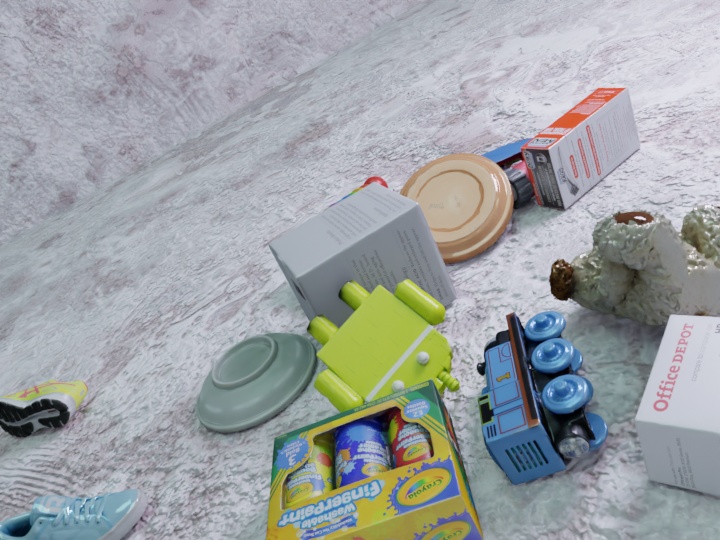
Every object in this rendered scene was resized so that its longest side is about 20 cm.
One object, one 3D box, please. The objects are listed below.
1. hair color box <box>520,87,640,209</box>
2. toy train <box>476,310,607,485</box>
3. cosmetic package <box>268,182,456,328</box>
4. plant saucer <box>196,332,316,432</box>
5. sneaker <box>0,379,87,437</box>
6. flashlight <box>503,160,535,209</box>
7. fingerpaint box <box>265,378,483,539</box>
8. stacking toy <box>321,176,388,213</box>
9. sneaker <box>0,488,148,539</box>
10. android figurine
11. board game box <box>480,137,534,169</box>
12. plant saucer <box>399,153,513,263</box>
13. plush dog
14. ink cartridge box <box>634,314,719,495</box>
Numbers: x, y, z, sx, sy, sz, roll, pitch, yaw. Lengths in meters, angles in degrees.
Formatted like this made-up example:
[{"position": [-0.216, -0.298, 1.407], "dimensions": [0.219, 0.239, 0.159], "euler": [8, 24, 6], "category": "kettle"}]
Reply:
[{"position": [0.361, -0.201, 1.036], "dimensions": [0.200, 0.111, 0.064], "euler": [-37, 29, -21], "category": "hair color box"}, {"position": [0.181, 0.123, 0.672], "dimensions": [0.114, 0.087, 0.200], "euler": [-24, 28, 18], "category": "toy train"}, {"position": [0.000, 0.000, 0.937], "dimensions": [0.199, 0.166, 0.165], "euler": [-31, 26, -9], "category": "cosmetic package"}, {"position": [-0.164, 0.149, 0.949], "dimensions": [0.199, 0.050, 0.200], "euler": [-19, 29, 11], "category": "plant saucer"}, {"position": [-0.564, 0.235, 1.125], "dimensions": [0.199, 0.079, 0.090], "euler": [-8, 25, 21], "category": "sneaker"}, {"position": [0.321, -0.179, 1.088], "dimensions": [0.199, 0.068, 0.068], "euler": [-31, 25, -18], "category": "flashlight"}, {"position": [0.007, 0.220, 0.660], "dimensions": [0.199, 0.074, 0.167], "euler": [-22, 28, 9], "category": "fingerpaint box"}, {"position": [-0.001, -0.130, 1.258], "dimensions": [0.085, 0.086, 0.200], "euler": [-4, 31, 35], "category": "stacking toy"}, {"position": [-0.371, 0.317, 0.804], "dimensions": [0.199, 0.082, 0.074], "euler": [-25, 29, 2], "category": "sneaker"}, {"position": [0.030, 0.101, 0.786], "dimensions": [0.182, 0.041, 0.200], "euler": [-46, 63, -9], "category": "android figurine"}, {"position": [0.252, -0.194, 1.168], "dimensions": [0.157, 0.039, 0.200], "euler": [-28, 12, -21], "category": "board game box"}, {"position": [0.147, -0.108, 1.039], "dimensions": [0.199, 0.032, 0.201], "euler": [-12, 59, 21], "category": "plant saucer"}, {"position": [0.316, 0.010, 0.728], "dimensions": [0.199, 0.162, 0.172], "euler": [-7, 4, -25], "category": "plush dog"}, {"position": [0.354, 0.117, 0.534], "dimensions": [0.199, 0.085, 0.145], "euler": [0, 37, 41], "category": "ink cartridge box"}]
